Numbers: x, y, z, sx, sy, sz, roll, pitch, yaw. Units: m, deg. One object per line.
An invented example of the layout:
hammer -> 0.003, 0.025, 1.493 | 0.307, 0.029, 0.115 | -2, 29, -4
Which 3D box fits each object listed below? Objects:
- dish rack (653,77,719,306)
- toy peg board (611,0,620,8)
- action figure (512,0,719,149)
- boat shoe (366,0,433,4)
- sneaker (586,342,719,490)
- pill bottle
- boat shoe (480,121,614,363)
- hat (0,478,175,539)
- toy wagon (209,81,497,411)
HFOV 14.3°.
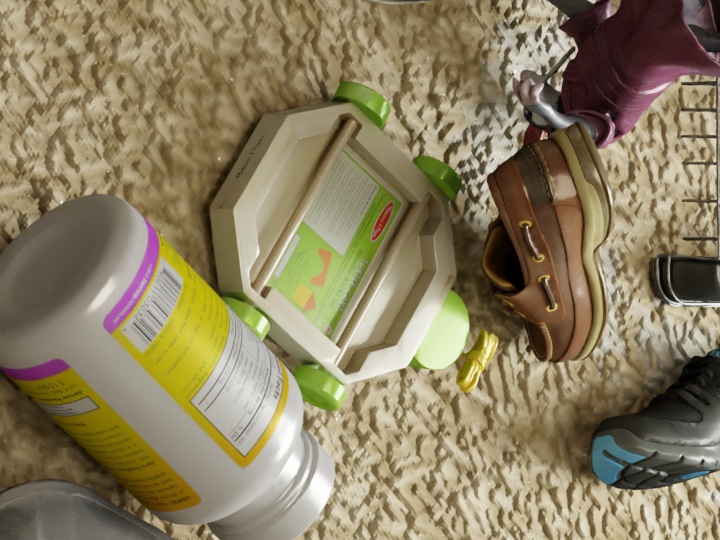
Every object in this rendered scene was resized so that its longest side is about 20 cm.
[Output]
dish rack -> 0.255, -0.077, 1.798 | 0.153, 0.055, 0.200 | -1, 92, -42
toy peg board -> 0.173, -0.251, 1.633 | 0.200, 0.199, 0.098 | 27, 60, -38
action figure -> 0.158, -0.125, 1.629 | 0.149, 0.200, 0.134 | 21, 54, -17
boat shoe -> 0.004, -0.193, 1.568 | 0.200, 0.063, 0.073 | 19, 81, -40
sneaker -> 0.207, 0.088, 1.767 | 0.200, 0.073, 0.082 | -2, 78, -46
pill bottle -> -0.099, 0.060, 1.472 | 0.200, 0.104, 0.104 | 49, 63, -32
boat shoe -> 0.099, -0.009, 1.624 | 0.067, 0.072, 0.200 | -17, 149, -8
hat -> -0.164, 0.204, 1.445 | 0.200, 0.081, 0.201 | 5, 82, -37
toy wagon -> 0.000, 0.000, 1.595 | 0.200, 0.040, 0.155 | 43, 66, -34
